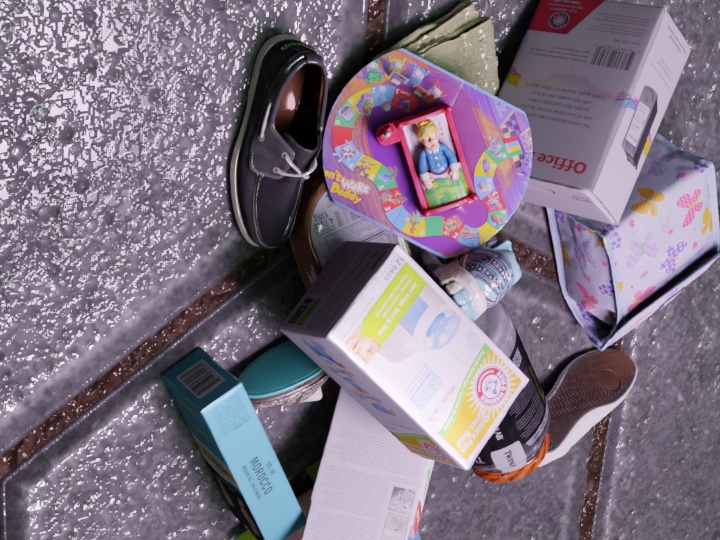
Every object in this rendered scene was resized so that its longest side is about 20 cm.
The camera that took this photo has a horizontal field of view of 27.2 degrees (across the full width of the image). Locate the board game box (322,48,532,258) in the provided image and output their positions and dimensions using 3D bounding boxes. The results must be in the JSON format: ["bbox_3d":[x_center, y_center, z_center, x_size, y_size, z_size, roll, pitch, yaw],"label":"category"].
[{"bbox_3d":[0.063,-0.105,1.378,0.199,0.039,0.159,27,94,-5],"label":"board game box"}]

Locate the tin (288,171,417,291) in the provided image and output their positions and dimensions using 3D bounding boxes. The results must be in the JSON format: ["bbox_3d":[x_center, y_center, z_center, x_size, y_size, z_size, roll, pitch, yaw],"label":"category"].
[{"bbox_3d":[0.000,0.000,1.435,0.111,0.042,0.201,-25,104,-22],"label":"tin"}]

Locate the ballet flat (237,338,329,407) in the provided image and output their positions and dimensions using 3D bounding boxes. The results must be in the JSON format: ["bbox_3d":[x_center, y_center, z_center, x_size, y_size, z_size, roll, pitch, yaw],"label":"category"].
[{"bbox_3d":[-0.037,0.084,1.480,0.200,0.068,0.076,-42,142,-19],"label":"ballet flat"}]

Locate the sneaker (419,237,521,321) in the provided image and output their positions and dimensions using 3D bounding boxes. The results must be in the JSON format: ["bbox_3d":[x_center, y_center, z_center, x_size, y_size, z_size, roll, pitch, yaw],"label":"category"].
[{"bbox_3d":[0.116,0.005,1.473,0.086,0.200,0.078,-30,99,0],"label":"sneaker"}]

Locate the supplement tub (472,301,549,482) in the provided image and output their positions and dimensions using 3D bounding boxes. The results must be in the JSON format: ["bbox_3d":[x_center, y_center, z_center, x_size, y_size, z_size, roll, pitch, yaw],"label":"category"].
[{"bbox_3d":[0.130,0.129,1.591,0.122,0.122,0.201,-40,130,-16],"label":"supplement tub"}]

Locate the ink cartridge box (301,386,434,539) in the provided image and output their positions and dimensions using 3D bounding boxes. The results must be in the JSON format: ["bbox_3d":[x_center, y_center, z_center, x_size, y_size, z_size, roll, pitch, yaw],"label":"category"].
[{"bbox_3d":[0.010,0.219,1.492,0.050,0.108,0.201,82,21,-64],"label":"ink cartridge box"}]

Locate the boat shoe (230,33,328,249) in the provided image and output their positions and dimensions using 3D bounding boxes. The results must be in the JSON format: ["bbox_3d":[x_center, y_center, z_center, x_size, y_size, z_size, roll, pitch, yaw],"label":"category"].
[{"bbox_3d":[-0.071,-0.109,1.353,0.071,0.068,0.201,-6,117,-37],"label":"boat shoe"}]

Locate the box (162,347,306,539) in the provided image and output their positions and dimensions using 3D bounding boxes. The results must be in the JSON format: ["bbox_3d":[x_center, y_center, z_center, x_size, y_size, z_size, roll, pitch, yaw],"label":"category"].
[{"bbox_3d":[-0.121,0.175,1.442,0.049,0.082,0.201,-35,129,-18],"label":"box"}]

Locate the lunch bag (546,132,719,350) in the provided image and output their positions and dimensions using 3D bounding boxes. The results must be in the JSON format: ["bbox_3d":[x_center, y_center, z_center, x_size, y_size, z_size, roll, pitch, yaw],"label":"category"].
[{"bbox_3d":[0.315,-0.024,1.664,0.169,0.127,0.201,-33,135,-19],"label":"lunch bag"}]

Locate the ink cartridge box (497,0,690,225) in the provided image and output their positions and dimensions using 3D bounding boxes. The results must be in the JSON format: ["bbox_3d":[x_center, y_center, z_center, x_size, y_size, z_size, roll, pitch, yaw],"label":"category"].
[{"bbox_3d":[0.218,-0.163,1.471,0.086,0.147,0.201,36,75,-52],"label":"ink cartridge box"}]

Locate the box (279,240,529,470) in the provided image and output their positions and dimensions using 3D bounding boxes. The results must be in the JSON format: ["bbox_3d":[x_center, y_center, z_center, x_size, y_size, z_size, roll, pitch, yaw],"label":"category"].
[{"bbox_3d":[0.043,0.078,1.383,0.200,0.101,0.113,45,72,-23],"label":"box"}]

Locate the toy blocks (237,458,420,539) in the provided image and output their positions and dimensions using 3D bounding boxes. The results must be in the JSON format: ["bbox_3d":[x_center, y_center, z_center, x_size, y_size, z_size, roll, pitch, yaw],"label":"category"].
[{"bbox_3d":[-0.019,0.281,1.579,0.199,0.100,0.137,-32,138,-15],"label":"toy blocks"}]

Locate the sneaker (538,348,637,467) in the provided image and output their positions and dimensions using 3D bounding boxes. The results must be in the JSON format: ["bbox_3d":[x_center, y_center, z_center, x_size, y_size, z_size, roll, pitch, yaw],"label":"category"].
[{"bbox_3d":[0.244,0.164,1.753,0.199,0.073,0.085,-34,163,-30],"label":"sneaker"}]

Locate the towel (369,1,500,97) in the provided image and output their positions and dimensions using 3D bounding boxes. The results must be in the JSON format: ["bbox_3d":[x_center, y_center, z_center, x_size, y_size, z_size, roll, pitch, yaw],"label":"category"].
[{"bbox_3d":[0.080,-0.151,1.472,0.148,0.036,0.201,-30,126,-25],"label":"towel"}]
